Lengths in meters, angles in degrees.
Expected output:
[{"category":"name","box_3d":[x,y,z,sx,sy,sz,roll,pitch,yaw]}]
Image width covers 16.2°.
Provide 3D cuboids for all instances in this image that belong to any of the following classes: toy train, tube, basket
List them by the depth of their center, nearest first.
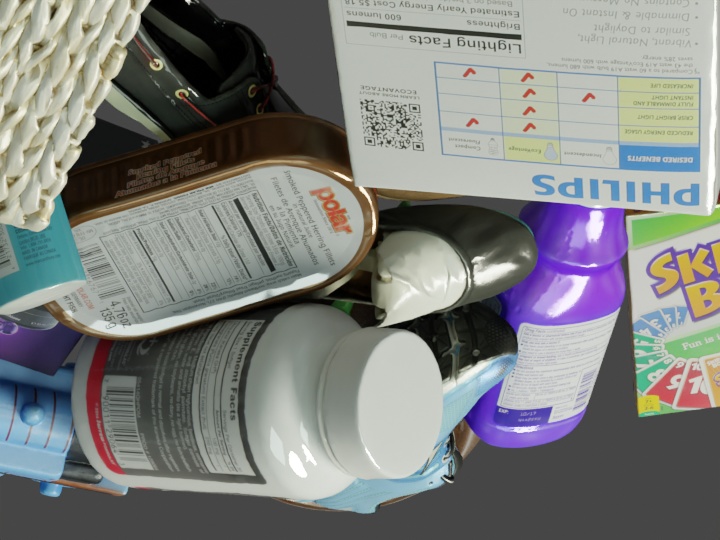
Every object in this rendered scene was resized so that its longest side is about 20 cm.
[{"category":"basket","box_3d":[-0.192,-0.158,1.189,0.160,0.200,0.199,17,125,-19]},{"category":"tube","box_3d":[-0.200,-0.079,1.329,0.077,0.201,0.050,-20,175,10]},{"category":"toy train","box_3d":[-0.222,0.086,1.514,0.199,0.087,0.114,13,172,-17]}]

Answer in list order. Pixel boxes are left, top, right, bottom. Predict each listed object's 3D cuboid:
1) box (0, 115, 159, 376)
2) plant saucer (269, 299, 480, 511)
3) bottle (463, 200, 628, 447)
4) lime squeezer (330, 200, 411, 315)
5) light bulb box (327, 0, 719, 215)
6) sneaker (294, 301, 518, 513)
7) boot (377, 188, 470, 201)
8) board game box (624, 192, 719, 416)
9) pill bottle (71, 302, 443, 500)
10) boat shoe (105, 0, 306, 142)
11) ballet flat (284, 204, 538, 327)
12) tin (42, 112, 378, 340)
[{"category":"box","box_3d":[-0.232,-0.038,1.424,0.199,0.079,0.141,20,127,-23]},{"category":"plant saucer","box_3d":[-0.010,0.090,1.602,0.199,0.035,0.201,-2,135,-2]},{"category":"bottle","box_3d":[0.114,0.015,1.506,0.083,0.065,0.200,-9,134,-26]},{"category":"lime squeezer","box_3d":[-0.052,0.024,1.514,0.199,0.038,0.071,-19,112,15]},{"category":"light bulb box","box_3d":[0.090,-0.147,1.277,0.197,0.125,0.200,5,137,12]},{"category":"sneaker","box_3d":[0.034,0.085,1.527,0.090,0.079,0.200,26,136,-26]},{"category":"boot","box_3d":[0.083,-0.072,1.398,0.199,0.076,0.074,-10,112,16]},{"category":"board game box","box_3d":[0.211,0.011,1.547,0.095,0.030,0.200,-8,133,2]},{"category":"pill bottle","box_3d":[-0.057,0.073,1.429,0.199,0.111,0.111,0,143,36]},{"category":"boat shoe","box_3d":[-0.078,-0.097,1.378,0.063,0.074,0.201,-30,126,34]},{"category":"ballet flat","box_3d":[0.000,0.000,1.450,0.199,0.068,0.068,2,123,15]},{"category":"tin","box_3d":[-0.086,-0.021,1.377,0.199,0.042,0.112,-17,139,10]}]
